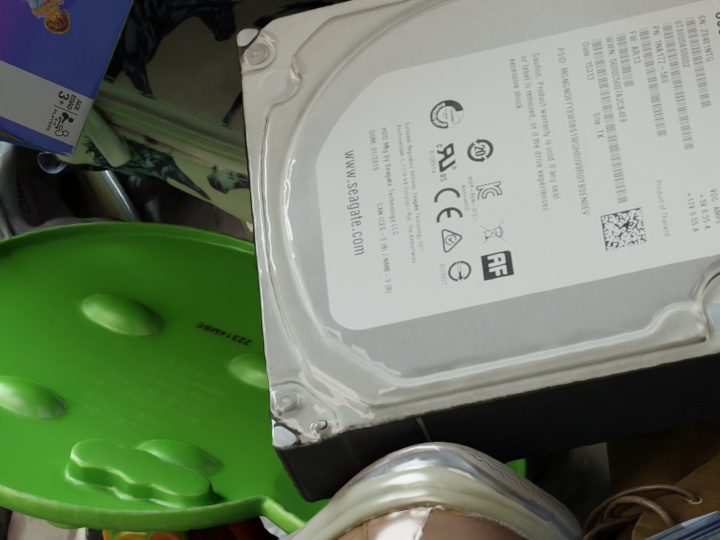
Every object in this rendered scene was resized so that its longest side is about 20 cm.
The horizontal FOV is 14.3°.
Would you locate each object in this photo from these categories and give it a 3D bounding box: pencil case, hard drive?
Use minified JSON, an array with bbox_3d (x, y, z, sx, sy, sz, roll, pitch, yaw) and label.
[{"bbox_3d":[-0.006,-0.040,0.859,0.200,0.089,0.078,20,130,27],"label":"pencil case"},{"bbox_3d":[0.070,-0.025,0.754,0.200,0.038,0.140,-11,56,9],"label":"hard drive"}]

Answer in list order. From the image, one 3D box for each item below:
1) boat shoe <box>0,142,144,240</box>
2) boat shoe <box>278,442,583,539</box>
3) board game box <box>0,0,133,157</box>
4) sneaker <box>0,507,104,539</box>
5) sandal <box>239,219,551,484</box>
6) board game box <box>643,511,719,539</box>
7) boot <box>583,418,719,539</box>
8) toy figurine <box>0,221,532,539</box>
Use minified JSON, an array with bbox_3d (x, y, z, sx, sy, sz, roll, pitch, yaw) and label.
[{"bbox_3d":[-0.106,-0.012,1.056,0.065,0.074,0.202,-65,28,15],"label":"boat shoe"},{"bbox_3d":[-0.018,0.116,0.754,0.200,0.076,0.072,-47,21,48],"label":"boat shoe"},{"bbox_3d":[-0.091,-0.138,0.834,0.134,0.045,0.200,15,84,62],"label":"board game box"},{"bbox_3d":[-0.121,0.143,1.023,0.089,0.077,0.200,-174,102,-86],"label":"sneaker"},{"bbox_3d":[0.001,0.000,0.913,0.080,0.057,0.201,-58,38,22],"label":"sandal"},{"bbox_3d":[0.072,0.169,0.652,0.200,0.062,0.200,-32,79,43],"label":"board game box"},{"bbox_3d":[0.088,0.067,0.749,0.074,0.075,0.200,-45,41,34],"label":"boot"},{"bbox_3d":[-0.049,0.109,0.879,0.200,0.150,0.184,19,126,21],"label":"toy figurine"}]
